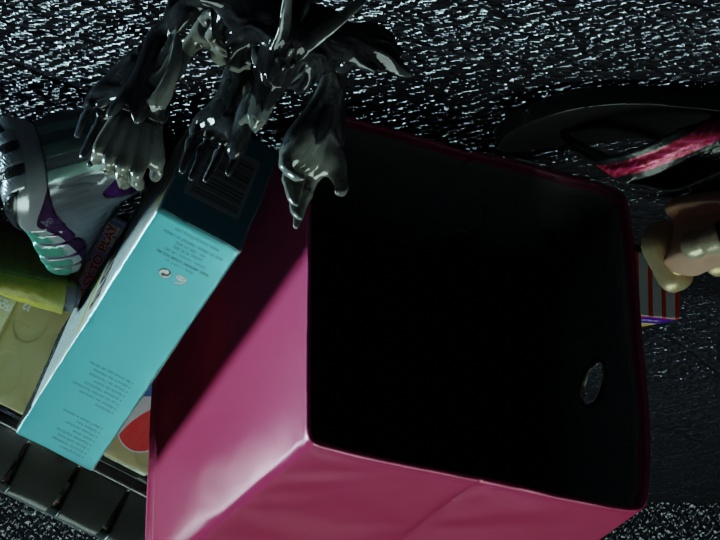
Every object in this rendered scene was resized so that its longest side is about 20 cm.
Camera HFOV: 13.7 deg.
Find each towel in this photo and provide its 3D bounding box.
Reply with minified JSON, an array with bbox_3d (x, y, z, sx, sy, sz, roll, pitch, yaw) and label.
[{"bbox_3d":[-0.248,-0.014,1.653,0.200,0.023,0.144,10,-168,-8],"label":"towel"}]

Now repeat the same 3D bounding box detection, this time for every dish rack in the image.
[{"bbox_3d":[-0.221,0.117,1.867,0.153,0.055,0.200,31,171,-29],"label":"dish rack"}]

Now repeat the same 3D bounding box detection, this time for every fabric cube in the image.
[{"bbox_3d":[0.016,0.064,1.595,0.200,0.196,0.199,14,146,-23],"label":"fabric cube"}]

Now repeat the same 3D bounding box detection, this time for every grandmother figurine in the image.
[{"bbox_3d":[0.234,-0.031,1.691,0.121,0.061,0.200,-26,-179,-29],"label":"grandmother figurine"}]

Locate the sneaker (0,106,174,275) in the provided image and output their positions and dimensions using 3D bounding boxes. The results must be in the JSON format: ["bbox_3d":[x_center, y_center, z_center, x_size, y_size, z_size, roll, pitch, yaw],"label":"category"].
[{"bbox_3d":[-0.133,-0.045,1.559,0.087,0.075,0.200,-15,175,1],"label":"sneaker"}]

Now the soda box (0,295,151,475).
[{"bbox_3d":[-0.165,0.063,1.757,0.064,0.068,0.200,24,175,42],"label":"soda box"}]

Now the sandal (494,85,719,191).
[{"bbox_3d":[0.167,-0.065,1.504,0.200,0.045,0.075,-1,171,5],"label":"sandal"}]

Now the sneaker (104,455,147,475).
[{"bbox_3d":[-0.142,0.060,1.977,0.082,0.077,0.200,-5,-145,-16],"label":"sneaker"}]

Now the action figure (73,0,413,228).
[{"bbox_3d":[-0.054,-0.073,1.294,0.119,0.102,0.200,15,168,-17],"label":"action figure"}]

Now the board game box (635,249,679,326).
[{"bbox_3d":[0.090,0.017,1.989,0.151,0.046,0.200,6,169,-33],"label":"board game box"}]

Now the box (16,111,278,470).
[{"bbox_3d":[-0.113,0.013,1.577,0.049,0.082,0.200,28,134,-8],"label":"box"}]

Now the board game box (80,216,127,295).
[{"bbox_3d":[-0.126,0.017,1.830,0.200,0.062,0.200,30,174,-27],"label":"board game box"}]

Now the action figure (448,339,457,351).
[{"bbox_3d":[0.000,0.000,1.832,0.200,0.069,0.130,11,-176,31],"label":"action figure"}]
